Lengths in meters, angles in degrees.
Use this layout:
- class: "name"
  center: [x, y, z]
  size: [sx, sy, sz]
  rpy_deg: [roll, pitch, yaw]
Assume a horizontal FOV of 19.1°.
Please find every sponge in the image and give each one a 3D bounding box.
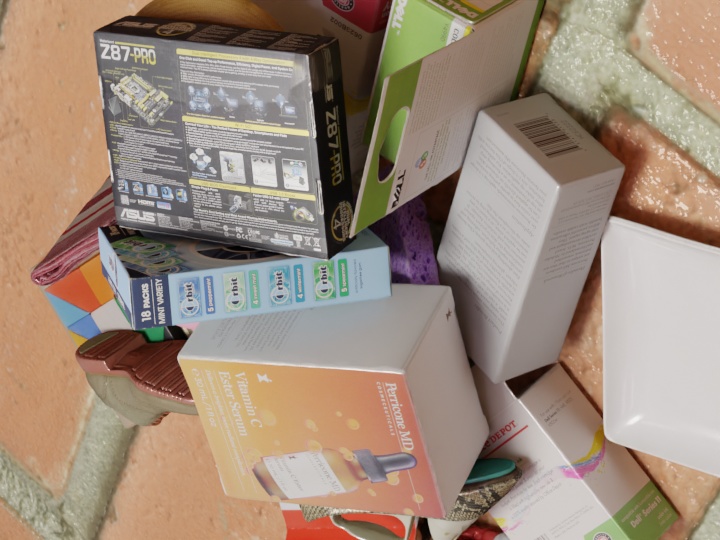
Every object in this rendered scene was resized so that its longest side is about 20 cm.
- class: "sponge"
  center: [0.000, 0.000, 1.765]
  size: [0.200, 0.030, 0.112]
  rpy_deg: [-39, 57, 56]

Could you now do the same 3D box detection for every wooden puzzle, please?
- class: "wooden puzzle"
  center: [-0.228, 0.050, 2.043]
  size: [0.200, 0.037, 0.186]
  rpy_deg: [-29, 93, 49]

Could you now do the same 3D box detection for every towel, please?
- class: "towel"
  center: [-0.193, -0.075, 1.830]
  size: [0.023, 0.200, 0.144]
  rpy_deg: [46, 139, -15]

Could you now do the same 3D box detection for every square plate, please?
- class: "square plate"
  center: [0.271, 0.066, 1.612]
  size: [0.197, 0.028, 0.201]
  rpy_deg: [17, 124, 34]

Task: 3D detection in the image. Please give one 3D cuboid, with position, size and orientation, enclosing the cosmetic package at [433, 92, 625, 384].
- class: "cosmetic package"
  center: [0.123, -0.024, 1.646]
  size: [0.101, 0.071, 0.201]
  rpy_deg: [48, 139, 33]

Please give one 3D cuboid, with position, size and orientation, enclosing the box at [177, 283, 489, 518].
- class: "box"
  center: [-0.019, 0.098, 1.684]
  size: [0.199, 0.107, 0.153]
  rpy_deg: [2, 128, 27]

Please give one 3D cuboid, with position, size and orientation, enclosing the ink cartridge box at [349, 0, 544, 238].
- class: "ink cartridge box"
  center: [0.040, -0.135, 1.577]
  size: [0.076, 0.200, 0.148]
  rpy_deg: [33, 132, 23]

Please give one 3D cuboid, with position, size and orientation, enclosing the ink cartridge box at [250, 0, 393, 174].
- class: "ink cartridge box"
  center: [-0.031, -0.191, 1.694]
  size: [0.145, 0.083, 0.201]
  rpy_deg: [35, 133, 23]

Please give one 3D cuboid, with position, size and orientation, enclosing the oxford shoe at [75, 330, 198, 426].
- class: "oxford shoe"
  center: [-0.183, 0.108, 1.971]
  size: [0.200, 0.071, 0.074]
  rpy_deg: [16, 131, 50]

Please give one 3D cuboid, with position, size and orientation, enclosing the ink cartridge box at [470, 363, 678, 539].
- class: "ink cartridge box"
  center: [0.150, 0.159, 1.747]
  size: [0.200, 0.067, 0.117]
  rpy_deg: [52, 137, 3]

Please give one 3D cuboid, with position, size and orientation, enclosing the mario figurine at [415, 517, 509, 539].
- class: "mario figurine"
  center: [0.071, 0.259, 1.843]
  size: [0.200, 0.123, 0.106]
  rpy_deg: [46, 155, 4]

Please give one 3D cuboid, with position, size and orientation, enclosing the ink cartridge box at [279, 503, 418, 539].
- class: "ink cartridge box"
  center: [-0.013, 0.183, 1.834]
  size: [0.162, 0.201, 0.057]
  rpy_deg: [-7, 147, 44]

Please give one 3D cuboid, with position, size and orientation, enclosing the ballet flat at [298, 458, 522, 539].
- class: "ballet flat"
  center: [0.040, 0.188, 1.741]
  size: [0.199, 0.068, 0.076]
  rpy_deg: [0, 104, 23]

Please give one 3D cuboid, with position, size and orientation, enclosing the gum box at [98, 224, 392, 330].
- class: "gum box"
  center: [-0.093, -0.008, 1.661]
  size: [0.170, 0.199, 0.045]
  rpy_deg: [-134, 38, -70]

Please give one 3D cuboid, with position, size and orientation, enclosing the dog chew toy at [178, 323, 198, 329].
- class: "dog chew toy"
  center: [-0.149, -0.029, 1.845]
  size: [0.200, 0.124, 0.125]
  rpy_deg: [-134, 32, -61]

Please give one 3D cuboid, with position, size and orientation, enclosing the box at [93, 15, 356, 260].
- class: "box"
  center: [-0.103, -0.101, 1.600]
  size: [0.199, 0.049, 0.162]
  rpy_deg: [9, 118, 31]

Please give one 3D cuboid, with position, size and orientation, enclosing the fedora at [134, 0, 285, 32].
- class: "fedora"
  center: [-0.101, -0.135, 1.668]
  size: [0.200, 0.082, 0.202]
  rpy_deg: [14, 118, 28]
